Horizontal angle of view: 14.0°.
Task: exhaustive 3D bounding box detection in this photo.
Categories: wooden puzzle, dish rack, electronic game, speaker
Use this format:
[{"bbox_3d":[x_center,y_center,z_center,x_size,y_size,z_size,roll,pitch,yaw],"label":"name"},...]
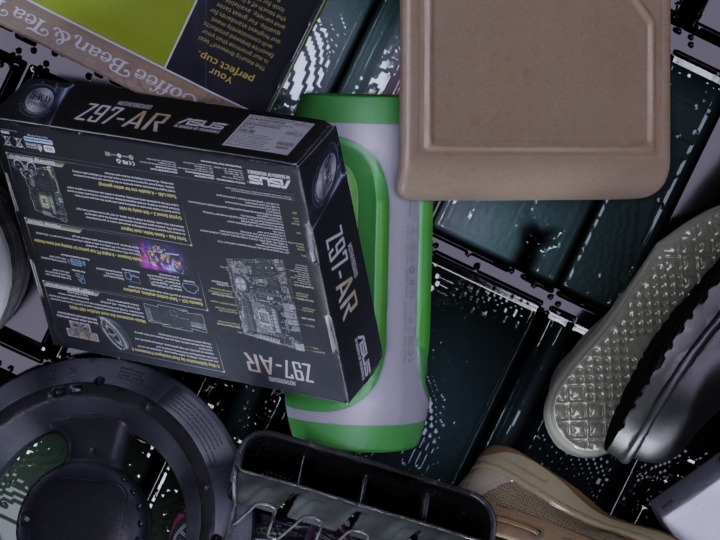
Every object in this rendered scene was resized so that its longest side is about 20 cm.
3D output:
[{"bbox_3d":[0.097,-0.139,1.653,0.185,0.037,0.200,-1,97,-32],"label":"wooden puzzle"},{"bbox_3d":[-0.016,0.201,1.597,0.153,0.055,0.200,17,59,-9],"label":"dish rack"},{"bbox_3d":[-0.157,0.148,1.670,0.200,0.042,0.200,-3,74,12],"label":"electronic game"},{"bbox_3d":[0.000,0.000,1.666,0.088,0.088,0.200,1,94,-1],"label":"speaker"}]

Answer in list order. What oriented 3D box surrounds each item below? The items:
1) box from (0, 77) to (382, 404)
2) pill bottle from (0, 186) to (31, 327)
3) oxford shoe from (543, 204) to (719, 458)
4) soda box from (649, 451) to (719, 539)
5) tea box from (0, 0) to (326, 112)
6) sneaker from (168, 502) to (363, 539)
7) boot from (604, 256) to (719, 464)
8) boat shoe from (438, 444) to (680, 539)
[{"bbox_3d":[-0.095,-0.017,1.601,0.200,0.044,0.160,9,130,29],"label":"box"},{"bbox_3d":[-0.243,-0.001,1.602,0.113,0.200,0.113,0,94,-2],"label":"pill bottle"},{"bbox_3d":[0.177,0.032,1.691,0.075,0.058,0.200,45,77,2],"label":"oxford shoe"},{"bbox_3d":[0.269,0.108,1.692,0.200,0.064,0.068,-35,95,1],"label":"soda box"},{"bbox_3d":[-0.097,-0.210,1.589,0.200,0.134,0.197,27,121,-4],"label":"tea box"},{"bbox_3d":[-0.014,0.176,1.682,0.200,0.081,0.075,12,91,-1],"label":"sneaker"},{"bbox_3d":[0.249,0.057,1.604,0.158,0.079,0.211,38,99,0],"label":"boot"},{"bbox_3d":[0.137,0.178,1.667,0.200,0.071,0.065,30,61,19],"label":"boat shoe"}]
